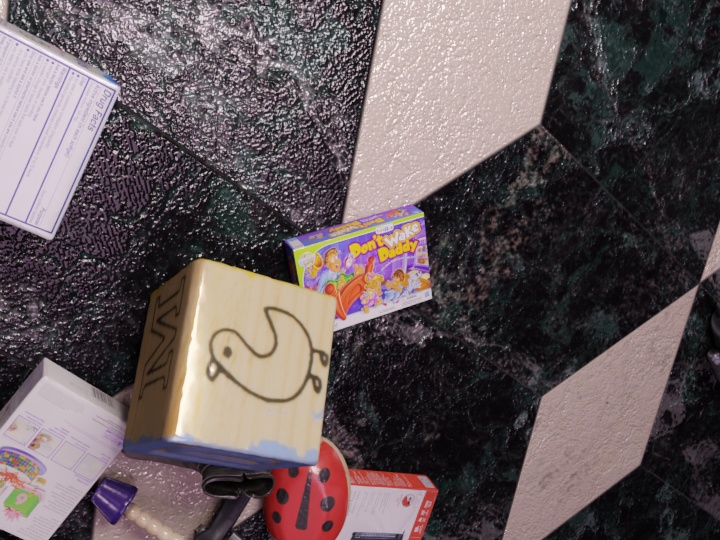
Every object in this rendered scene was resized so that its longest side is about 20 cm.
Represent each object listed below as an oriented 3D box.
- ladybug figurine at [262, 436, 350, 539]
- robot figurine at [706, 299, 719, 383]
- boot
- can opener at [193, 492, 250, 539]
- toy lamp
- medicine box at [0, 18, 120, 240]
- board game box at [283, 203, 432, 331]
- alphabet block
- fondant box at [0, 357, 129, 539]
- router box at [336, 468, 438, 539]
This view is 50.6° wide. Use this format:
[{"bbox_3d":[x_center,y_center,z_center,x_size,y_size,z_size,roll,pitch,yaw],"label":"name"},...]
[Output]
[{"bbox_3d":[-0.082,0.342,1.132,0.132,0.072,0.205,6,101,1],"label":"ladybug figurine"},{"bbox_3d":[0.722,0.129,1.412,0.148,0.126,0.202,-14,123,28],"label":"robot figurine"},{"bbox_3d":[-0.217,0.252,1.023,0.196,0.131,0.069,8,106,-26],"label":"boot"},{"bbox_3d":[-0.185,0.352,1.120,0.077,0.063,0.203,27,88,-4],"label":"can opener"},{"bbox_3d":[-0.280,0.354,1.048,0.199,0.058,0.059,37,93,-10],"label":"toy lamp"},{"bbox_3d":[-0.385,-0.163,0.807,0.198,0.103,0.185,24,98,-30],"label":"medicine box"},{"bbox_3d":[0.000,0.000,1.077,0.196,0.045,0.137,-17,115,-18],"label":"board game box"},{"bbox_3d":[-0.159,0.125,0.925,0.192,0.195,0.204,17,68,-30],"label":"alphabet block"},{"bbox_3d":[-0.406,0.234,0.973,0.144,0.058,0.201,40,89,-31],"label":"fondant box"},{"bbox_3d":[0.014,0.429,1.242,0.176,0.049,0.204,11,104,-27],"label":"router box"}]
